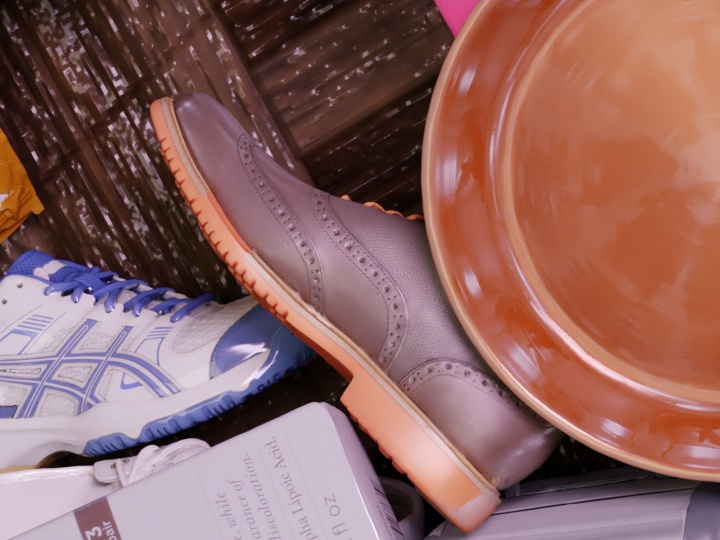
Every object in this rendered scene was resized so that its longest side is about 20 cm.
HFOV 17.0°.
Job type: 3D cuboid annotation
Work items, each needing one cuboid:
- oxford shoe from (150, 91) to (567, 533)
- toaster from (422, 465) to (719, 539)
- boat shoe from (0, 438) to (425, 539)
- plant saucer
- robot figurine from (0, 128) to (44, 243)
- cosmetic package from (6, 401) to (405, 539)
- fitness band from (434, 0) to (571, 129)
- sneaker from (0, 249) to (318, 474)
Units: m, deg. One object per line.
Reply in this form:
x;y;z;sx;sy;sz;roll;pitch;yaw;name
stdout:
0.000;0.000;0.884;0.073;0.071;0.200;-41;77;1;oxford shoe
0.093;0.165;0.897;0.129;0.114;0.201;-3;98;25;toaster
-0.072;0.094;0.925;0.199;0.071;0.069;1;138;-12;boat shoe
0.119;-0.029;0.801;0.200;0.032;0.201;5;106;17;plant saucer
-0.208;-0.068;0.925;0.058;0.145;0.200;10;139;41;robot figurine
-0.078;0.133;0.847;0.200;0.074;0.102;-25;74;4;cosmetic package
0.081;-0.138;0.816;0.143;0.037;0.200;-23;105;19;fitness band
-0.109;0.029;0.968;0.200;0.075;0.088;-18;90;20;sneaker
